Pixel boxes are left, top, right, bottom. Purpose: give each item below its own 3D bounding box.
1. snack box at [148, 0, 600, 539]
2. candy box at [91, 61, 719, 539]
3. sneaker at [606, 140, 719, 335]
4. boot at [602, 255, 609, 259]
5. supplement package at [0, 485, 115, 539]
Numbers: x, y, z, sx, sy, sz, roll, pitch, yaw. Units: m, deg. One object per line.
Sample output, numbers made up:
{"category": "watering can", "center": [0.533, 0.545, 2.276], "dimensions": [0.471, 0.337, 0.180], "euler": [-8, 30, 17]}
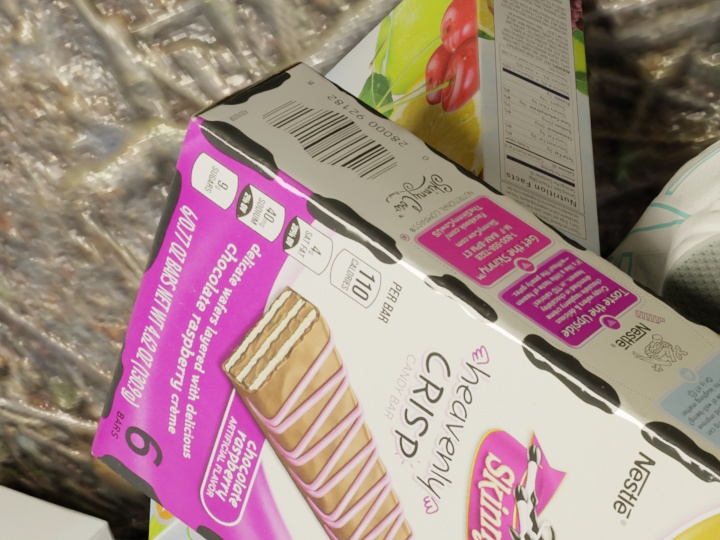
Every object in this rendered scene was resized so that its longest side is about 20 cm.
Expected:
{"category": "snack box", "center": [0.000, 0.000, 0.892], "dimensions": [0.053, 0.142, 0.200], "euler": [23, 138, -26]}
{"category": "candy box", "center": [0.024, 0.049, 0.768], "dimensions": [0.200, 0.061, 0.137], "euler": [33, 127, 19]}
{"category": "sneaker", "center": [0.107, 0.014, 0.839], "dimensions": [0.070, 0.080, 0.200], "euler": [27, 143, -10]}
{"category": "boot", "center": [0.147, 0.067, 0.891], "dimensions": [0.203, 0.154, 0.074], "euler": [6, 132, 15]}
{"category": "supplement package", "center": [-0.198, 0.181, 1.087], "dimensions": [0.200, 0.152, 0.151], "euler": [14, 138, 37]}
